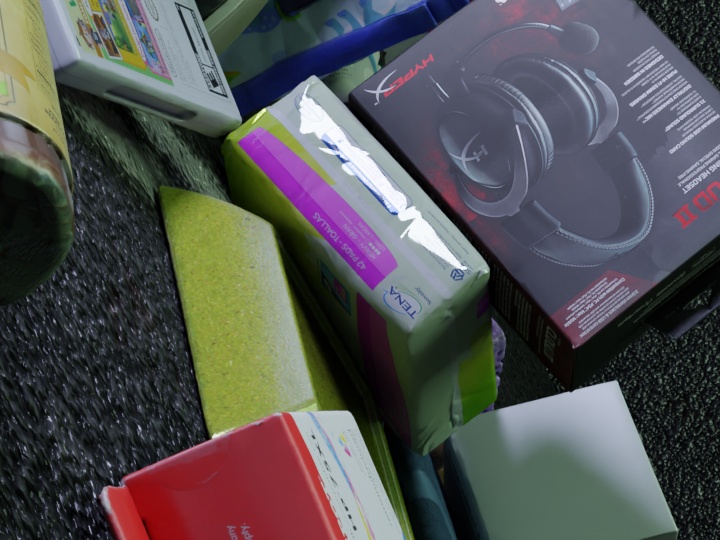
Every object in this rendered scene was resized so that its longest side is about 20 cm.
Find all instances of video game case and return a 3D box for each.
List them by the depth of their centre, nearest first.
[{"bbox_3d":[-0.136,-0.168,1.247,0.200,0.022,0.182,68,17,14],"label":"video game case"}]

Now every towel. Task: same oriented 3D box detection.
[{"bbox_3d":[0.034,0.168,1.428,0.200,0.048,0.112,-106,173,-58],"label":"towel"}]

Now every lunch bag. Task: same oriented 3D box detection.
[{"bbox_3d":[-0.040,-0.186,1.542,0.127,0.170,0.200,59,7,-47],"label":"lunch bag"}]

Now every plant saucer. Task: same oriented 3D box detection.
[{"bbox_3d":[-0.027,0.074,1.280,0.200,0.048,0.200,-106,170,-49],"label":"plant saucer"}]

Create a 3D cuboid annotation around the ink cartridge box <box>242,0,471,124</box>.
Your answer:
[{"bbox_3d":[-0.006,-0.177,1.662,0.067,0.200,0.116,57,11,-52],"label":"ink cartridge box"}]

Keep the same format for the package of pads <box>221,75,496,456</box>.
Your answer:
[{"bbox_3d":[0.000,0.000,1.362,0.155,0.068,0.200,47,-13,20],"label":"package of pads"}]

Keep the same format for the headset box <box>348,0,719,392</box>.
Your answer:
[{"bbox_3d":[0.113,-0.049,1.316,0.200,0.149,0.077,50,-11,18],"label":"headset box"}]

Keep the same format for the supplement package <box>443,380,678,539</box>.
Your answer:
[{"bbox_3d":[0.116,0.175,1.547,0.200,0.109,0.114,89,-15,-55],"label":"supplement package"}]

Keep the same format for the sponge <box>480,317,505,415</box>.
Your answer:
[{"bbox_3d":[0.011,0.002,1.522,0.200,0.030,0.112,50,-22,23],"label":"sponge"}]

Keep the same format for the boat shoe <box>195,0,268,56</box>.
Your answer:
[{"bbox_3d":[-0.072,-0.175,1.414,0.066,0.199,0.075,41,-26,1],"label":"boat shoe"}]

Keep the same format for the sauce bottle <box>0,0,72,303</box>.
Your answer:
[{"bbox_3d":[-0.134,-0.073,0.827,0.200,0.065,0.065,-109,172,-48],"label":"sauce bottle"}]

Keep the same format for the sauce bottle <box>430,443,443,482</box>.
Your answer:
[{"bbox_3d":[0.075,0.160,1.725,0.065,0.065,0.200,-106,172,-49],"label":"sauce bottle"}]

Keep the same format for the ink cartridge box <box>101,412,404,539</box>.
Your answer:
[{"bbox_3d":[-0.027,0.118,0.970,0.200,0.067,0.116,15,51,-81],"label":"ink cartridge box"}]

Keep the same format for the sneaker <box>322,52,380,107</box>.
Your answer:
[{"bbox_3d":[-0.012,-0.051,1.617,0.087,0.075,0.200,-101,-178,-54],"label":"sneaker"}]
